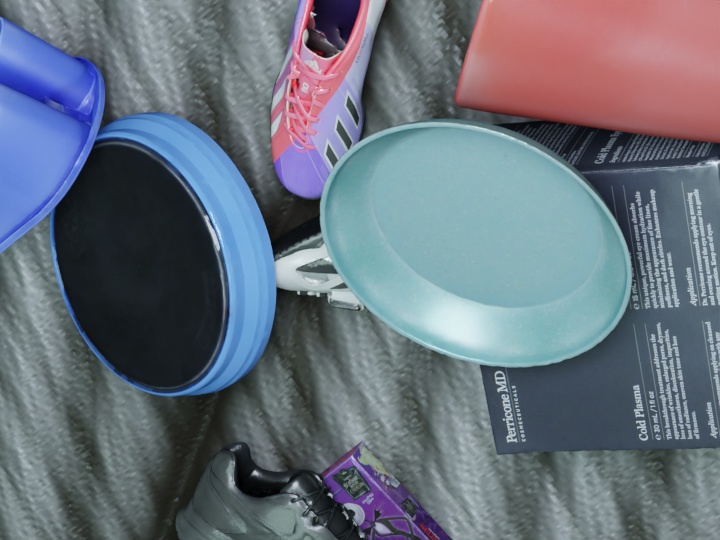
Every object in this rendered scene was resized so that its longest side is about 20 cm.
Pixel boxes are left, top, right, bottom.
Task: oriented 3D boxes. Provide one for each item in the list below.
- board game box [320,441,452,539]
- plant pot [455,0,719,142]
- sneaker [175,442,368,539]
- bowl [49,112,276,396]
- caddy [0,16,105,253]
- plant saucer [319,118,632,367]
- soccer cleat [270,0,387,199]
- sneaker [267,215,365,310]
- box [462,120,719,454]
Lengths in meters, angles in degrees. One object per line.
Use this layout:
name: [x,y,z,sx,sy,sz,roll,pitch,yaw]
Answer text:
board game box: [-0.028,0.226,1.749,0.120,0.032,0.200,49,121,-2]
plant pot: [0.166,-0.169,1.400,0.176,0.201,0.202,17,119,0]
sneaker: [-0.034,0.194,1.682,0.199,0.076,0.091,26,113,6]
bowl: [-0.142,-0.008,1.627,0.200,0.039,0.202,18,117,39]
caddy: [-0.257,-0.078,1.620,0.199,0.142,0.105,-35,129,30]
plant saucer: [0.074,-0.023,1.443,0.198,0.036,0.201,14,137,13]
soccer cleat: [-0.027,-0.131,1.551,0.068,0.073,0.201,22,119,9]
sneaker: [0.000,0.000,1.603,0.199,0.074,0.089,-21,104,28]
box: [0.169,0.008,1.527,0.180,0.104,0.202,-3,113,21]
